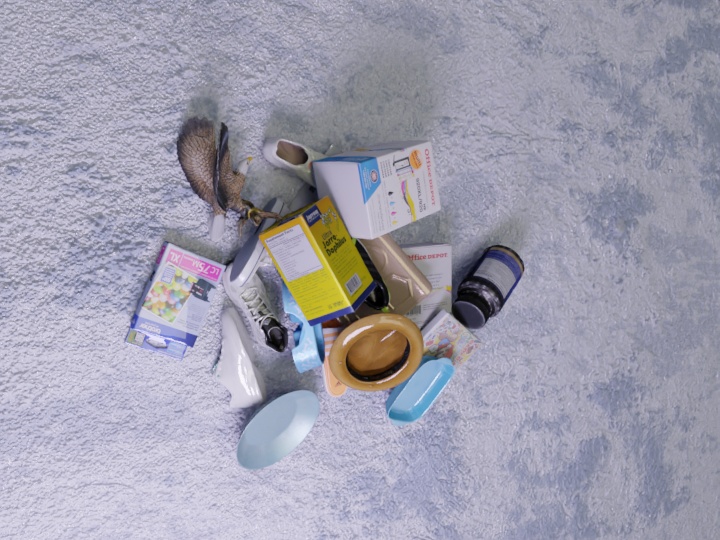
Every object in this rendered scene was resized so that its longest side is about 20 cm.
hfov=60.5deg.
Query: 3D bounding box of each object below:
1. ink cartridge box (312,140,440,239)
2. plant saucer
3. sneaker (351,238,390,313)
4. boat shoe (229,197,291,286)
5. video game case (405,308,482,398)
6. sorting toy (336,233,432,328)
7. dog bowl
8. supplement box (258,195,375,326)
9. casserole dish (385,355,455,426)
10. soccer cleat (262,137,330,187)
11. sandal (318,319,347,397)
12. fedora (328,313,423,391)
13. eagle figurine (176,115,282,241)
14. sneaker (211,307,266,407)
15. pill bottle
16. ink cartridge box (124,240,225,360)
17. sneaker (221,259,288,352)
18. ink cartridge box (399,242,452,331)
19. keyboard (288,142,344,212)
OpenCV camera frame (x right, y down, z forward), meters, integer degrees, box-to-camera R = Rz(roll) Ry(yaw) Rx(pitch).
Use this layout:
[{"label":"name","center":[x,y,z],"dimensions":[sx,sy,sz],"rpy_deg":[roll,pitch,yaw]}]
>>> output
[{"label":"ink cartridge box","center":[0.035,-0.164,1.211],"dimensions":[0.199,0.144,0.148],"rpy_deg":[-25,113,-37]},{"label":"plant saucer","center":[-0.173,0.312,1.246],"dimensions":[0.200,0.039,0.202],"rpy_deg":[-30,139,-29]},{"label":"sneaker","center":[0.000,0.000,1.237],"dimensions":[0.072,0.083,0.200],"rpy_deg":[-39,96,4]},{"label":"boat shoe","center":[-0.176,-0.040,1.187],"dimensions":[0.086,0.074,0.203],"rpy_deg":[39,52,-26]},{"label":"video game case","center":[0.167,0.199,1.404],"dimensions":[0.200,0.023,0.182],"rpy_deg":[-47,134,5]},{"label":"sorting toy","center":[0.022,0.033,1.302],"dimensions":[0.200,0.036,0.185],"rpy_deg":[-41,97,4]},{"label":"dog bowl","center":[-0.110,0.103,1.233],"dimensions":[0.049,0.111,0.201],"rpy_deg":[-8,99,6]},{"label":"supplement box","center":[-0.077,-0.017,1.148],"dimensions":[0.201,0.108,0.110],"rpy_deg":[62,34,-13]},{"label":"casserole dish","center":[0.129,0.264,1.387],"dimensions":[0.121,0.039,0.200],"rpy_deg":[21,109,-40]},{"label":"soccer cleat","center":[-0.098,-0.208,1.220],"dimensions":[0.199,0.077,0.070],"rpy_deg":[18,86,-27]},{"label":"sandal","center":[-0.047,0.176,1.318],"dimensions":[0.079,0.059,0.208],"rpy_deg":[-16,104,-28]},{"label":"fedora","center":[0.030,0.153,1.260],"dimensions":[0.199,0.082,0.202],"rpy_deg":[-4,121,-6]},{"label":"eagle figurine","center":[-0.248,-0.168,1.112],"dimensions":[0.200,0.151,0.151],"rpy_deg":[53,27,-40]},{"label":"sneaker","center":[-0.252,0.175,1.200],"dimensions":[0.088,0.075,0.201],"rpy_deg":[-15,96,4]},{"label":"pill bottle","center":[0.294,0.040,1.440],"dimensions":[0.200,0.112,0.112],"rpy_deg":[-48,118,-34]},{"label":"ink cartridge box","center":[-0.342,0.061,1.144],"dimensions":[0.119,0.042,0.201],"rpy_deg":[24,86,-30]},{"label":"sneaker","center":[-0.189,0.070,1.188],"dimensions":[0.076,0.115,0.201],"rpy_deg":[-34,112,-20]},{"label":"ink cartridge box","center":[0.125,0.041,1.385],"dimensions":[0.144,0.084,0.201],"rpy_deg":[-6,101,-29]},{"label":"keyboard","center":[-0.092,-0.168,1.277],"dimensions":[0.056,0.011,0.201],"rpy_deg":[37,78,-23]}]
